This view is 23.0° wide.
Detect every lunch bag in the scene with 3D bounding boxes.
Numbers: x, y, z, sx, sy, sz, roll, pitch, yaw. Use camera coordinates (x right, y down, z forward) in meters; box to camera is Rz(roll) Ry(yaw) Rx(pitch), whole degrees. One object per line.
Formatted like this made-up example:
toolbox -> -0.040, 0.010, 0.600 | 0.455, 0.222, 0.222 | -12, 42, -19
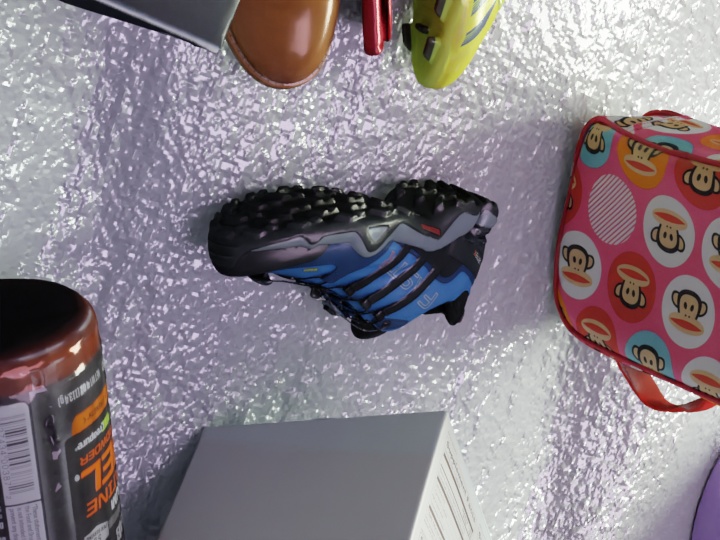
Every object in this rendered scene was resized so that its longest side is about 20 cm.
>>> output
lunch bag -> 0.206, 0.005, 1.085 | 0.081, 0.199, 0.178 | -7, 113, -37

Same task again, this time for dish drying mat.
dish drying mat -> 0.007, -0.219, 0.923 | 0.018, 0.077, 0.202 | -2, 111, 0

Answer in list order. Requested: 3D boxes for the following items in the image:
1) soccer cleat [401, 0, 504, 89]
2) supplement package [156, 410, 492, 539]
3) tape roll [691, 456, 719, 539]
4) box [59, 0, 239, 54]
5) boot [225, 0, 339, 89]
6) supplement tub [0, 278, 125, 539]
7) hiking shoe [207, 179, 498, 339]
soccer cleat -> 0.082, -0.194, 0.991 | 0.083, 0.065, 0.202 | 16, 93, -26
supplement package -> -0.022, 0.200, 0.937 | 0.201, 0.150, 0.152 | -69, 146, -49
tape roll -> 0.349, 0.198, 1.358 | 0.199, 0.085, 0.202 | -17, 117, -36
box -> -0.103, -0.217, 0.772 | 0.107, 0.148, 0.202 | 19, 93, -42
boot -> -0.016, -0.178, 0.848 | 0.076, 0.155, 0.202 | 4, 103, -22
supplement tub -> -0.170, 0.113, 0.866 | 0.106, 0.107, 0.202 | -20, 119, -34
hiking shoe -> 0.000, 0.000, 0.990 | 0.199, 0.074, 0.088 | -4, 108, -40
